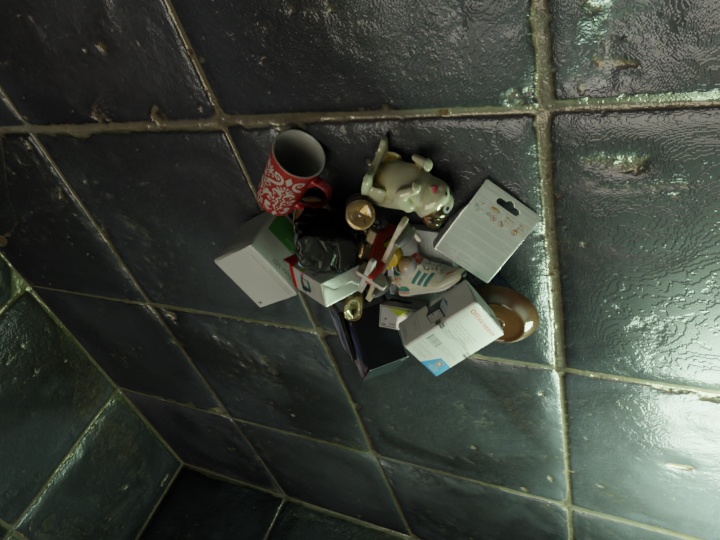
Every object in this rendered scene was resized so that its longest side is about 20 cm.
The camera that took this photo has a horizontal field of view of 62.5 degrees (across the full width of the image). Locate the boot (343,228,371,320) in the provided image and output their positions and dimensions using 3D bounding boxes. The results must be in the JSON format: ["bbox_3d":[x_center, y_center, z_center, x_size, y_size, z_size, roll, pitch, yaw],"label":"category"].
[{"bbox_3d":[0.000,0.000,1.529,0.065,0.202,0.176,7,142,6],"label":"boot"}]

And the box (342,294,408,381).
[{"bbox_3d":[0.033,0.186,1.662,0.200,0.121,0.201,105,145,-71],"label":"box"}]

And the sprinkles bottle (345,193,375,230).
[{"bbox_3d":[-0.003,-0.140,1.390,0.067,0.200,0.070,0,101,-1],"label":"sprinkles bottle"}]

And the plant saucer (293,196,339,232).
[{"bbox_3d":[-0.096,-0.102,1.561,0.199,0.036,0.203,23,127,34],"label":"plant saucer"}]

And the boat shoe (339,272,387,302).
[{"bbox_3d":[0.007,0.052,1.637,0.196,0.063,0.074,-10,121,1],"label":"boat shoe"}]

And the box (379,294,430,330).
[{"bbox_3d":[0.139,0.101,1.558,0.115,0.199,0.061,8,105,26],"label":"box"}]

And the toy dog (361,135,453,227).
[{"bbox_3d":[0.111,-0.172,1.327,0.197,0.141,0.195,22,150,8],"label":"toy dog"}]

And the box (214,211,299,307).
[{"bbox_3d":[-0.259,-0.037,1.676,0.198,0.172,0.199,-17,123,46],"label":"box"}]

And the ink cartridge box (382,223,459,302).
[{"bbox_3d":[0.156,-0.018,1.495,0.198,0.043,0.199,12,121,34],"label":"ink cartridge box"}]

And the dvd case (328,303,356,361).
[{"bbox_3d":[-0.057,0.165,1.706,0.200,0.017,0.145,-145,36,-75],"label":"dvd case"}]

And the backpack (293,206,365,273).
[{"bbox_3d":[-0.091,-0.072,1.396,0.164,0.201,0.128,11,111,-15],"label":"backpack"}]

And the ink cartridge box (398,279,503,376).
[{"bbox_3d":[0.213,0.138,1.402,0.199,0.086,0.146,-35,126,15],"label":"ink cartridge box"}]

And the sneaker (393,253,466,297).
[{"bbox_3d":[0.158,0.003,1.429,0.198,0.070,0.095,-13,104,43],"label":"sneaker"}]

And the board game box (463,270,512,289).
[{"bbox_3d":[0.281,0.063,1.538,0.200,0.062,0.199,44,139,-18],"label":"board game box"}]

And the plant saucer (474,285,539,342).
[{"bbox_3d":[0.343,0.120,1.484,0.197,0.037,0.202,17,140,15],"label":"plant saucer"}]

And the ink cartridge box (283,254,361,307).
[{"bbox_3d":[-0.097,0.006,1.474,0.199,0.115,0.068,28,137,51],"label":"ink cartridge box"}]

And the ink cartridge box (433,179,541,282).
[{"bbox_3d":[0.285,-0.092,1.353,0.159,0.047,0.201,31,114,-10],"label":"ink cartridge box"}]

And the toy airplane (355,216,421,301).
[{"bbox_3d":[0.065,-0.022,1.385,0.139,0.202,0.200,19,175,-6],"label":"toy airplane"}]

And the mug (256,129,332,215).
[{"bbox_3d":[-0.171,-0.211,1.450,0.179,0.132,0.200,63,147,13],"label":"mug"}]
